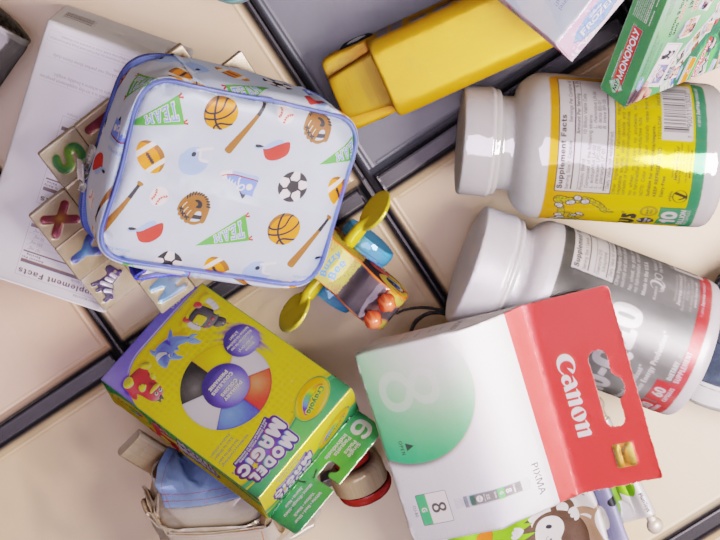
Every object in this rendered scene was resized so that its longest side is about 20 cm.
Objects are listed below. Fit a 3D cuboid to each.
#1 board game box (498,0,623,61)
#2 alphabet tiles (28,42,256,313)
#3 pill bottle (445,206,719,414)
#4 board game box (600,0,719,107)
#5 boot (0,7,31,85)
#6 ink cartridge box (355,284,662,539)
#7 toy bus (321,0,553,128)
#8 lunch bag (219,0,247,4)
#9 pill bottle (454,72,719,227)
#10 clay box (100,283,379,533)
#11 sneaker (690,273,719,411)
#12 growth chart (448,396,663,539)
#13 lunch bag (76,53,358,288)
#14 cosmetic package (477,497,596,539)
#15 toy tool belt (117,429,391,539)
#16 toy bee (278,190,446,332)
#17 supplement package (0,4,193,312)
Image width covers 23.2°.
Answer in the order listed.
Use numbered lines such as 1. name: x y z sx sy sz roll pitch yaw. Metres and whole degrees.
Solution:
1. board game box: 0.148 -0.292 1.290 0.200 0.043 0.199 -49 61 8
2. alphabet tiles: -0.142 -0.067 1.318 0.199 0.006 0.167 -38 121 -6
3. pill bottle: 0.175 0.030 1.392 0.198 0.114 0.115 20 103 -6
4. board game box: 0.256 -0.223 1.280 0.029 0.134 0.201 40 133 27
5. boot: -0.320 -0.106 1.376 0.182 0.073 0.200 42 95 3
6. ink cartridge box: 0.112 0.113 1.338 0.198 0.050 0.162 -14 101 22
7. toy bus: 0.070 -0.175 1.361 0.198 0.078 0.066 -24 103 5
8. lunch bag: -0.080 -0.308 1.325 0.199 0.077 0.161 -37 97 7
9. pill bottle: 0.175 -0.095 1.364 0.198 0.113 0.114 4 104 -2
10. clay box: -0.092 0.104 1.373 0.199 0.048 0.115 32 71 25
11. sneaker: 0.374 0.054 1.419 0.200 0.077 0.148 11 106 -2
12. growth chart: 0.142 0.207 1.411 0.199 0.018 0.145 -31 101 11
13. lunch bag: -0.108 -0.067 1.289 0.198 0.076 0.162 9 109 -28
14. cosmetic package: 0.144 0.200 1.456 0.102 0.073 0.202 -16 103 4
15. toy tool belt: -0.085 0.156 1.420 0.198 0.125 0.124 -20 112 4
16. toy bee: 0.000 0.000 1.389 0.198 0.109 0.132 17 101 -4
17. supplement package: -0.214 -0.088 1.362 0.109 0.114 0.202 18 102 -6
